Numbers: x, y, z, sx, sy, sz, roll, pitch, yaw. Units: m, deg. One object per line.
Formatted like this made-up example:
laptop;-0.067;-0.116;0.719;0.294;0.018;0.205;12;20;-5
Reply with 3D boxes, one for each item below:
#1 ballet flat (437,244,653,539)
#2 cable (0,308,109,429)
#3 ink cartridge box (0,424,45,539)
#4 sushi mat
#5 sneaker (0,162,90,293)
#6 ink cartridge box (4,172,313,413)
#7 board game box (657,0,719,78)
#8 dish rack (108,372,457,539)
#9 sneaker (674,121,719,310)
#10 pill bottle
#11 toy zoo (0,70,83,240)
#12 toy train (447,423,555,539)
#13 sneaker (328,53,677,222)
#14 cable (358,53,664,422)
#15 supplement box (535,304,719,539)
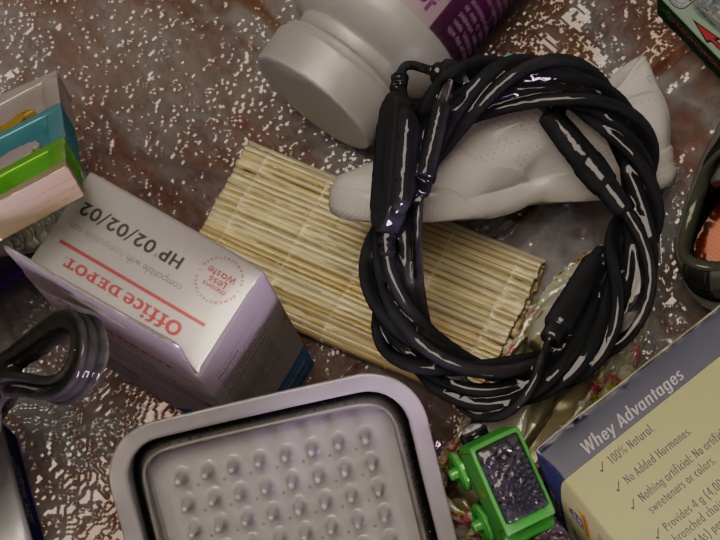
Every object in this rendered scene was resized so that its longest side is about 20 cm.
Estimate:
ballet flat;0.101;0.067;1.135;0.075;0.064;0.200;26;76;18
cable;-0.187;0.065;1.098;0.200;0.050;0.097;-35;45;35
ink cartridge box;-0.264;0.208;1.155;0.199;0.041;0.200;-21;69;1
sushi mat;0.000;0.000;1.202;0.199;0.012;0.096;23;75;16
sneaker;-0.241;-0.002;1.207;0.200;0.100;0.070;-37;85;-36
ink cartridge box;-0.103;0.020;1.110;0.115;0.200;0.068;29;77;17
board game box;0.286;-0.127;1.193;0.134;0.029;0.200;-39;70;-5
dish rack;-0.031;0.157;1.097;0.171;0.044;0.201;-13;101;5
sneaker;0.229;-0.072;1.130;0.074;0.079;0.201;22;90;25
pill bottle;0.032;-0.173;1.205;0.112;0.112;0.200;34;79;18
toy zoo;-0.215;-0.052;1.125;0.131;0.021;0.200;-28;24;1
toy train;0.101;0.170;1.068;0.042;0.056;0.201;-25;91;-14
sneaker;0.075;-0.076;1.166;0.199;0.075;0.089;-10;98;-10
cable;0.083;-0.017;1.108;0.162;0.051;0.201;6;77;-12
supplement box;0.229;0.123;1.056;0.200;0.134;0.200;-37;70;-5
